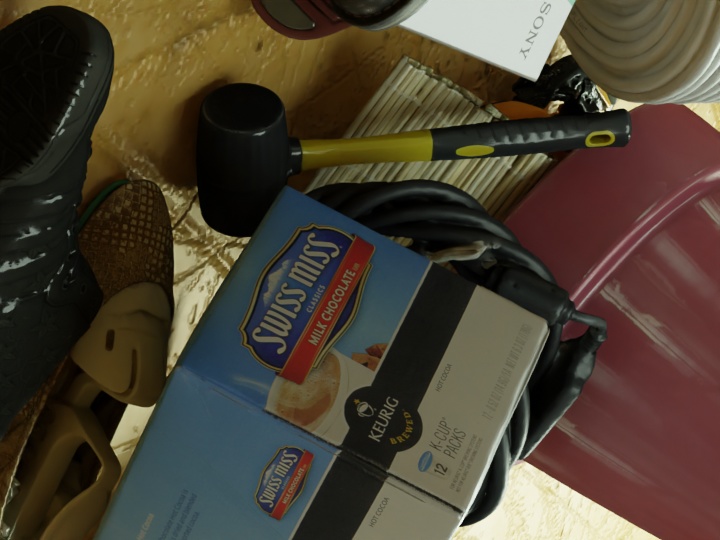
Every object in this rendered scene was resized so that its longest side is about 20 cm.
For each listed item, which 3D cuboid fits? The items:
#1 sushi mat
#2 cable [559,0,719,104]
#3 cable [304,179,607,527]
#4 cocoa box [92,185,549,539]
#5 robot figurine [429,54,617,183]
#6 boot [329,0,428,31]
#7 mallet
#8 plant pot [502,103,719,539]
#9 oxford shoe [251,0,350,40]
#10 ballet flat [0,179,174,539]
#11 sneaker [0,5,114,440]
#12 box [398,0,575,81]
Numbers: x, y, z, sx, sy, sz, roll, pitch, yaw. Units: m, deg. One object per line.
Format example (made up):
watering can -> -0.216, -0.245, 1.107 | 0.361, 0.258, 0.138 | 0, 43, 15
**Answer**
sushi mat -> 0.000, 0.000, 1.213 | 0.096, 0.012, 0.200 | 31, 105, -21
cable -> 0.140, -0.172, 1.153 | 0.069, 0.200, 0.200 | -7, 110, -23
cable -> 0.005, 0.050, 1.175 | 0.200, 0.163, 0.051 | -51, -163, 33
cocoa box -> -0.030, 0.093, 1.105 | 0.200, 0.131, 0.133 | -63, 179, 42
robot figurine -> 0.069, -0.034, 1.311 | 0.200, 0.058, 0.145 | -14, 130, -48
boot -> -0.028, -0.192, 0.935 | 0.174, 0.069, 0.200 | 2, 103, -47
mallet -> 0.022, -0.048, 1.167 | 0.200, 0.041, 0.066 | 0, 132, -15
plant pot -> 0.158, 0.046, 1.259 | 0.200, 0.179, 0.200 | -42, 159, -20
oxford shoe -> 0.033, -0.176, 1.127 | 0.200, 0.070, 0.075 | -42, -173, 4
ballet flat -> -0.119, 0.059, 1.129 | 0.071, 0.065, 0.200 | 9, 110, -52
sneaker -> -0.140, -0.011, 1.048 | 0.200, 0.060, 0.104 | -57, 148, 9
box -> 0.018, -0.176, 1.049 | 0.200, 0.036, 0.144 | 19, 104, -28
